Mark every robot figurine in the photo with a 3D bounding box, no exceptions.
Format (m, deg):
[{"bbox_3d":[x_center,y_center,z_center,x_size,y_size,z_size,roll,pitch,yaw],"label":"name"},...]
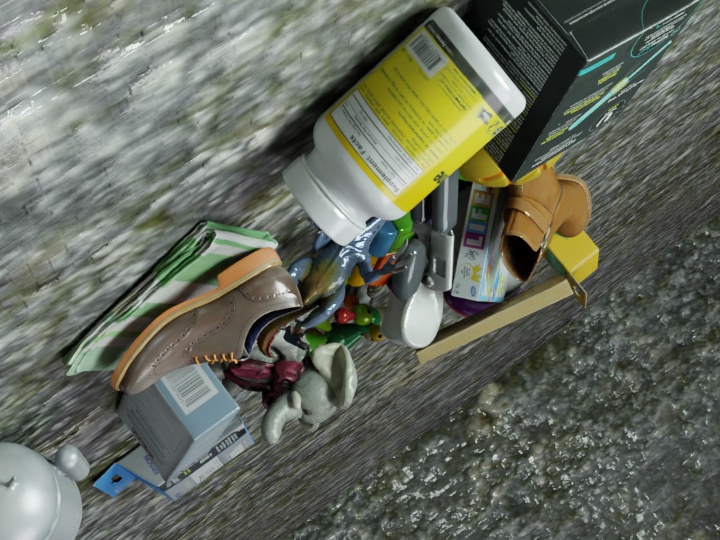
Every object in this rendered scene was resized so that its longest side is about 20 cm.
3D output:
[{"bbox_3d":[-0.340,0.232,1.200,0.169,0.113,0.200,-41,166,-9],"label":"robot figurine"}]

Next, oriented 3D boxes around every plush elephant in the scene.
[{"bbox_3d":[-0.091,0.123,1.388,0.199,0.155,0.165,-29,163,-31],"label":"plush elephant"}]

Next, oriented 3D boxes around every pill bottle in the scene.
[{"bbox_3d":[0.033,-0.117,1.043,0.200,0.113,0.112,-40,166,11],"label":"pill bottle"},{"bbox_3d":[0.164,-0.009,1.605,0.112,0.113,0.200,-35,167,-10],"label":"pill bottle"}]

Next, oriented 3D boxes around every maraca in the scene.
[{"bbox_3d":[0.174,-0.154,1.273,0.198,0.107,0.138,-23,154,-26],"label":"maraca"}]

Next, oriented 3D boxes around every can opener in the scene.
[{"bbox_3d":[0.070,-0.056,1.252,0.066,0.052,0.202,-38,140,-45],"label":"can opener"}]

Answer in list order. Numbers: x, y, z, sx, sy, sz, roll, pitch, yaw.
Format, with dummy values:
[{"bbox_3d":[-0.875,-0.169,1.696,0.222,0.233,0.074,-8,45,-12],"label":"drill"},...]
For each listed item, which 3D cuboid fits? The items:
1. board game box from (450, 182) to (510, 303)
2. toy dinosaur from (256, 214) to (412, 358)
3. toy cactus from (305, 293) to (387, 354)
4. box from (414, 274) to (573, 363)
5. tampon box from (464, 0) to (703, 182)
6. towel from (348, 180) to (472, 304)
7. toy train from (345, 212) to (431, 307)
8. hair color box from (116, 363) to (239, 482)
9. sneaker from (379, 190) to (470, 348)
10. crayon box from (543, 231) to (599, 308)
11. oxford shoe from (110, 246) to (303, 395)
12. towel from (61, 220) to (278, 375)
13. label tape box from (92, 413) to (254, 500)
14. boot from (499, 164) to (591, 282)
[{"bbox_3d":[0.156,-0.065,1.428,0.134,0.034,0.203,9,92,-71],"label":"board game box"},{"bbox_3d":[-0.035,-0.018,1.253,0.182,0.105,0.199,-51,-166,-27],"label":"toy dinosaur"},{"bbox_3d":[-0.006,0.084,1.573,0.163,0.103,0.200,-14,155,-29],"label":"toy cactus"},{"bbox_3d":[0.163,0.057,1.499,0.198,0.021,0.163,-25,179,6],"label":"box"},{"bbox_3d":[0.182,-0.205,1.107,0.149,0.127,0.200,-31,165,-24],"label":"tampon box"},{"bbox_3d":[0.070,-0.033,1.553,0.192,0.035,0.200,-33,164,-18],"label":"towel"},{"bbox_3d":[0.000,0.000,1.381,0.115,0.085,0.201,-15,150,-32],"label":"toy train"},{"bbox_3d":[-0.195,0.147,1.282,0.060,0.099,0.200,-33,172,-26],"label":"hair color box"},{"bbox_3d":[0.076,-0.007,1.467,0.088,0.075,0.202,6,-114,59],"label":"sneaker"},{"bbox_3d":[0.249,-0.051,1.600,0.051,0.201,0.126,-37,166,1],"label":"crayon box"},{"bbox_3d":[-0.145,0.063,1.153,0.199,0.073,0.071,-37,168,0],"label":"oxford shoe"},{"bbox_3d":[-0.178,0.029,1.160,0.200,0.023,0.152,-42,166,13],"label":"towel"},{"bbox_3d":[-0.240,0.249,1.600,0.199,0.066,0.143,-37,166,-11],"label":"label tape box"},{"bbox_3d":[0.210,-0.053,1.401,0.201,0.076,0.157,62,37,-53],"label":"boot"}]
